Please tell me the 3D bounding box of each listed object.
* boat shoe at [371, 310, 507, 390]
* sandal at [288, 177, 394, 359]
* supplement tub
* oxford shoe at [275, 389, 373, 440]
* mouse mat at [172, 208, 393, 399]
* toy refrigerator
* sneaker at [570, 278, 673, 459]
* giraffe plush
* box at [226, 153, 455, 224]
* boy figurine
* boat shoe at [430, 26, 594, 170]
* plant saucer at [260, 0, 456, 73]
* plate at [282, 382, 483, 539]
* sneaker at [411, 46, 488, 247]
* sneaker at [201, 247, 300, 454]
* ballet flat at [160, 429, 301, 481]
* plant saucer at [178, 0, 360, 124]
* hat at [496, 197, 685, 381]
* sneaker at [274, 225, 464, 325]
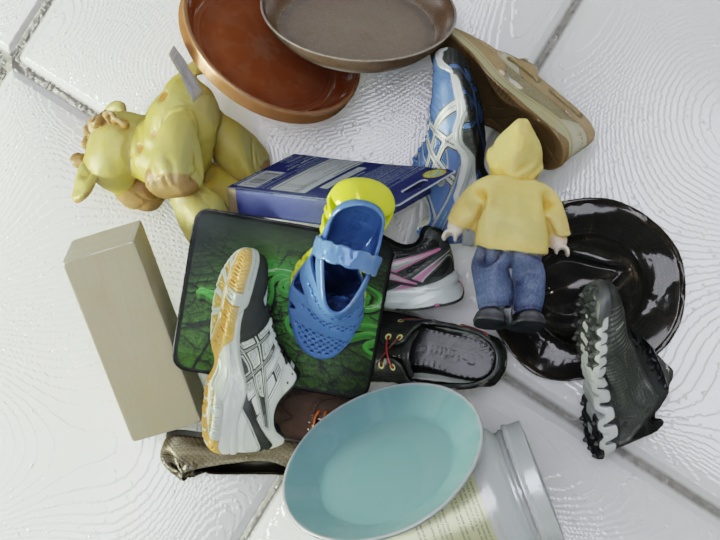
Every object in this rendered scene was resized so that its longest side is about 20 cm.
[{"bbox_3d":[0.047,0.078,1.580,0.199,0.063,0.075,7,85,11],"label":"boat shoe"},{"bbox_3d":[-0.024,0.012,1.464,0.079,0.201,0.088,11,41,-4],"label":"sandal"},{"bbox_3d":[0.081,0.236,1.507,0.198,0.145,0.146,-21,79,5],"label":"supplement tub"},{"bbox_3d":[-0.023,0.147,1.573,0.198,0.073,0.072,4,82,9],"label":"oxford shoe"},{"bbox_3d":[-0.076,0.033,1.540,0.198,0.008,0.163,9,99,-4],"label":"mouse mat"},{"bbox_3d":[-0.222,0.059,1.577,0.075,0.070,0.202,-16,111,6],"label":"toy refrigerator"},{"bbox_3d":[0.253,0.087,1.508,0.089,0.067,0.202,-13,124,-7],"label":"sneaker"},{"bbox_3d":[-0.210,-0.114,1.610,0.161,0.173,0.202,-13,106,29],"label":"giraffe plush"},{"bbox_3d":[-0.017,-0.077,1.551,0.198,0.121,0.033,7,113,33],"label":"box"},{"bbox_3d":[0.139,-0.045,1.516,0.123,0.064,0.202,1,77,-1],"label":"boy figurine"},{"bbox_3d":[0.151,-0.181,1.608,0.064,0.072,0.200,-30,66,-33],"label":"boat shoe"},{"bbox_3d":[-0.003,-0.253,1.596,0.198,0.032,0.201,3,38,-2],"label":"plant saucer"},{"bbox_3d":[0.023,0.182,1.464,0.198,0.026,0.201,-16,34,11],"label":"plate"},{"bbox_3d":[0.085,-0.120,1.579,0.076,0.076,0.202,-2,100,17],"label":"sneaker"},{"bbox_3d":[-0.099,0.077,1.516,0.087,0.076,0.202,4,104,-16],"label":"sneaker"},{"bbox_3d":[-0.108,0.193,1.579,0.198,0.068,0.047,4,63,14],"label":"ballet flat"},{"bbox_3d":[-0.093,-0.228,1.606,0.201,0.200,0.032,51,134,12],"label":"plant saucer"},{"bbox_3d":[0.220,0.012,1.554,0.198,0.081,0.203,-1,80,8],"label":"hat"},{"bbox_3d":[0.000,0.000,1.584,0.198,0.080,0.087,-10,99,-5],"label":"sneaker"}]
